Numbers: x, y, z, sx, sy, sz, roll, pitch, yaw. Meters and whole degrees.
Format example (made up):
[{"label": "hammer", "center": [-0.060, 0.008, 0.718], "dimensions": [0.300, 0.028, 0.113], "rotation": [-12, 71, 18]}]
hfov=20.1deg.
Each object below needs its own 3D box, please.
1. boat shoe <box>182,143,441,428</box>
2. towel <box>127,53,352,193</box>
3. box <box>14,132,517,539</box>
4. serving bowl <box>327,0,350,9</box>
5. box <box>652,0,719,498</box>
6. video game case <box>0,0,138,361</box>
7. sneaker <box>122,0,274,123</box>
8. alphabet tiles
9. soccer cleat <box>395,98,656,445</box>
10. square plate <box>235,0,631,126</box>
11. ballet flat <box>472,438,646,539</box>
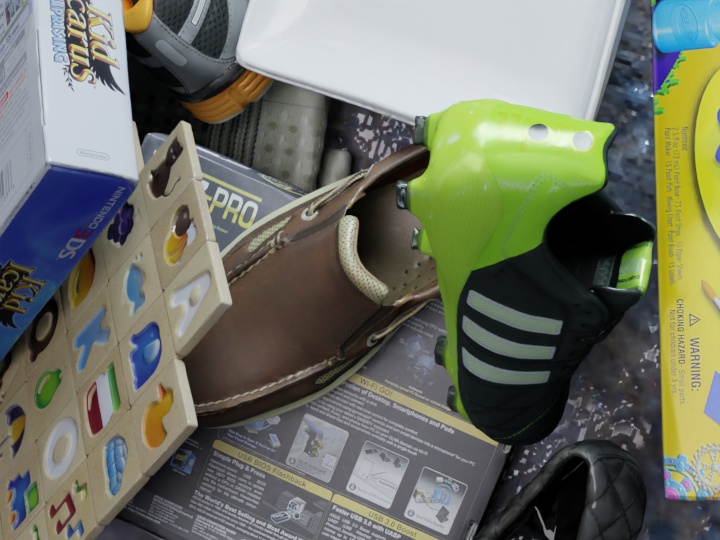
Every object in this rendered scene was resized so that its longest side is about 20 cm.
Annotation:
[{"label": "boat shoe", "center": [-0.003, -0.005, 0.808], "dimensions": [0.202, 0.075, 0.075], "rotation": [-35, 84, 6]}, {"label": "towel", "center": [-0.101, -0.003, 0.951], "dimensions": [0.191, 0.034, 0.202], "rotation": [10, 94, 27]}, {"label": "box", "center": [-0.030, 0.052, 0.874], "dimensions": [0.199, 0.049, 0.162], "rotation": [23, 97, 9]}, {"label": "serving bowl", "center": [0.047, -0.198, 0.868], "dimensions": [0.198, 0.066, 0.202], "rotation": [-2, 86, 24]}, {"label": "box", "center": [0.215, -0.020, 0.745], "dimensions": [0.191, 0.122, 0.202], "rotation": [-3, 86, 23]}, {"label": "video game case", "center": [-0.161, -0.064, 0.880], "dimensions": [0.200, 0.045, 0.183], "rotation": [-45, 46, 45]}, {"label": "sneaker", "center": [-0.093, -0.162, 0.910], "dimensions": [0.078, 0.077, 0.201], "rotation": [-36, 55, 19]}, {"label": "alphabet tiles", "center": [-0.119, 0.039, 0.848], "dimensions": [0.200, 0.006, 0.167], "rotation": [-47, 41, 31]}, {"label": "soccer cleat", "center": [0.068, 0.011, 0.741], "dimensions": [0.080, 0.201, 0.068], "rotation": [6, 60, 16]}, {"label": "square plate", "center": [0.046, -0.153, 0.788], "dimensions": [0.197, 0.028, 0.202], "rotation": [24, 98, 45]}, {"label": "ballet flat", "center": [0.037, 0.144, 0.809], "dimensions": [0.200, 0.057, 0.066], "rotation": [-51, 52, 3]}]
